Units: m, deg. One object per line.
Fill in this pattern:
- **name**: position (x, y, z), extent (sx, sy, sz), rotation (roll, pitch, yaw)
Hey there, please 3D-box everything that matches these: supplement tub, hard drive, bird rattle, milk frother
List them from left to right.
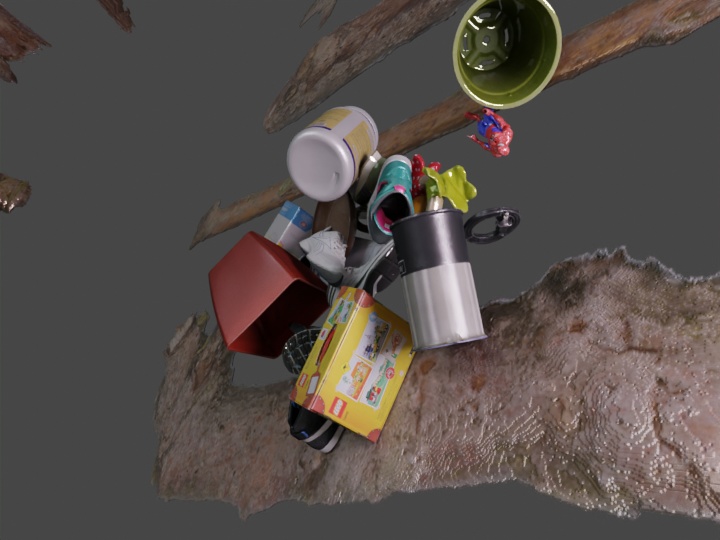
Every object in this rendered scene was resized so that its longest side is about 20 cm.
- **supplement tub**: position (-0.050, -0.246, 1.202), extent (0.144, 0.146, 0.201), rotation (-33, 13, 35)
- **hard drive**: position (-0.025, -0.010, 1.284), extent (0.134, 0.026, 0.199), rotation (-61, 29, -6)
- **bird rattle**: position (0.118, -0.138, 1.124), extent (0.199, 0.110, 0.168), rotation (26, 99, 64)
- **milk frother**: position (0.160, 0.008, 0.890), extent (0.194, 0.180, 0.194), rotation (-12, 83, 15)

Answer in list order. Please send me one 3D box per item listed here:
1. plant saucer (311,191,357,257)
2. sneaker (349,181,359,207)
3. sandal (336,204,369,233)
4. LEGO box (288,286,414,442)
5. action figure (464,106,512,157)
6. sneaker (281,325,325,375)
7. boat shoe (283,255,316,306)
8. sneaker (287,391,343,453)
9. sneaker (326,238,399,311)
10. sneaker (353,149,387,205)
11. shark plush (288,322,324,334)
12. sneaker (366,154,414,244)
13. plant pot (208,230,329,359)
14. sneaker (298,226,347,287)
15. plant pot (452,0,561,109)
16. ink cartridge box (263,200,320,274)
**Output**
- **plant saucer**: position (-0.054, -0.093, 1.291), extent (0.199, 0.036, 0.207), rotation (-19, 69, 60)
- **sneaker**: position (-0.031, -0.195, 1.385), extent (0.198, 0.114, 0.075), rotation (-20, 46, 49)
- **sandal**: position (0.013, -0.109, 1.291), extent (0.199, 0.078, 0.059), rotation (3, 88, 60)
- **LEGO box**: position (-0.004, 0.154, 0.968), extent (0.076, 0.148, 0.204), rotation (6, 66, 57)
- **action figure**: position (0.239, -0.267, 1.101), extent (0.202, 0.050, 0.066), rotation (-105, 34, -51)
- **sneaker**: position (-0.050, 0.135, 1.082), extent (0.195, 0.090, 0.080), rotation (-24, 79, 5)
- **boat shoe**: position (-0.151, 0.062, 1.332), extent (0.068, 0.070, 0.205), rotation (93, -161, -78)
- **sneaker**: position (-0.055, 0.210, 1.030), extent (0.072, 0.111, 0.204), rotation (14, 74, 58)
- **sneaker**: position (0.000, 0.000, 1.151), extent (0.202, 0.075, 0.115), rotation (-51, 50, 6)
- **sneaker**: position (0.040, -0.166, 1.214), extent (0.068, 0.089, 0.201), rotation (-52, -5, -17)
- **shark plush**: position (-0.064, 0.160, 1.181), extent (0.196, 0.090, 0.086), rotation (5, 83, 35)
- **sneaker**: position (0.054, -0.099, 1.105), extent (0.123, 0.081, 0.203), rotation (-83, 4, -45)
- **plant pot**: position (-0.199, 0.041, 1.225), extent (0.199, 0.199, 0.177), rotation (-42, 65, 8)
- **sneaker**: position (-0.063, -0.037, 1.162), extent (0.087, 0.075, 0.200), rotation (-40, 31, 0)
- **plant pot**: position (0.259, -0.435, 1.127), extent (0.200, 0.199, 0.191), rotation (-45, 19, 19)
- **ink cartridge box**: position (-0.170, -0.044, 1.434), extent (0.203, 0.127, 0.125), rotation (-57, 27, -1)
